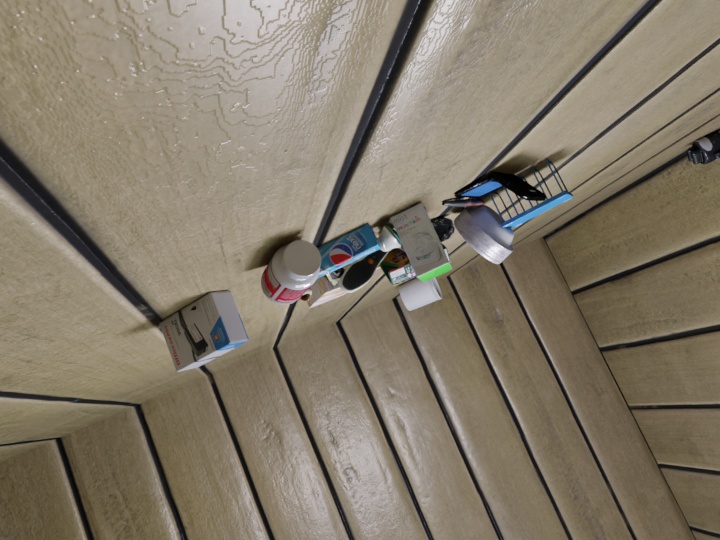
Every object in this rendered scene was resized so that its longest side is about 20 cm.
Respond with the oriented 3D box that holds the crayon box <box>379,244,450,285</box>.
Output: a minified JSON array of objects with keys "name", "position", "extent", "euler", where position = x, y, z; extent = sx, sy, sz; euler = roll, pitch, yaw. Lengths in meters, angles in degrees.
[{"name":"crayon box","position":[0.164,-0.043,1.731],"extent":[0.199,0.058,0.173],"euler":[-22,-154,-4]}]

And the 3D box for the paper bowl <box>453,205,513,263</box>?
[{"name":"paper bowl","position":[0.397,-0.124,1.677],"extent":[0.104,0.201,0.200],"euler":[-47,162,22]}]

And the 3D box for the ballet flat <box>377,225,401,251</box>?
[{"name":"ballet flat","position":[0.075,-0.079,1.462],"extent":[0.069,0.070,0.200],"euler":[-25,180,7]}]

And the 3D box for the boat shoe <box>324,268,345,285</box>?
[{"name":"boat shoe","position":[-0.084,-0.006,1.566],"extent":[0.065,0.073,0.200],"euler":[-39,172,-2]}]

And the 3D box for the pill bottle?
[{"name":"pill bottle","position":[-0.161,0.003,1.253],"extent":[0.112,0.113,0.200],"euler":[-19,170,-27]}]

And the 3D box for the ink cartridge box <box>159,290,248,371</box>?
[{"name":"ink cartridge box","position":[-0.411,0.160,1.405],"extent":[0.200,0.145,0.084],"euler":[-28,168,24]}]

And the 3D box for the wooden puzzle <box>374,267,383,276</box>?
[{"name":"wooden puzzle","position":[0.035,0.009,2.051],"extent":[0.199,0.037,0.185],"euler":[-19,171,-1]}]

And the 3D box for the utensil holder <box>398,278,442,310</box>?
[{"name":"utensil holder","position":[0.338,0.118,3.038],"extent":[0.200,0.170,0.170],"euler":[-23,171,16]}]

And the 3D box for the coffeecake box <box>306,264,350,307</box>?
[{"name":"coffeecake box","position":[-0.093,0.045,1.794],"extent":[0.153,0.073,0.200],"euler":[-21,171,-25]}]

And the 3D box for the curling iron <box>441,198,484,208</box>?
[{"name":"curling iron","position":[0.298,-0.192,1.557],"extent":[0.049,0.026,0.200],"euler":[-11,180,42]}]

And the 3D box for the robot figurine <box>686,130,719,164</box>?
[{"name":"robot figurine","position":[1.652,-0.576,2.524],"extent":[0.200,0.151,0.125],"euler":[-26,158,13]}]

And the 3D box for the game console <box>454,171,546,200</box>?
[{"name":"game console","position":[0.389,-0.205,1.481],"extent":[0.200,0.176,0.117],"euler":[-11,136,-56]}]

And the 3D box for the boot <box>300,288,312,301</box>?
[{"name":"boot","position":[-0.169,0.039,1.463],"extent":[0.075,0.107,0.200],"euler":[-25,173,-1]}]

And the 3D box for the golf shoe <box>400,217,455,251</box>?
[{"name":"golf shoe","position":[0.203,-0.115,1.691],"extent":[0.200,0.078,0.094],"euler":[-22,-167,-23]}]

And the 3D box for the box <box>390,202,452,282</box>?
[{"name":"box","position":[0.171,-0.072,1.464],"extent":[0.096,0.177,0.200],"euler":[-26,171,9]}]

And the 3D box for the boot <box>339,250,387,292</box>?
[{"name":"boot","position":[0.000,0.000,1.627],"extent":[0.200,0.072,0.144],"euler":[-48,-178,-21]}]

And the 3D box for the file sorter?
[{"name":"file sorter","position":[0.507,-0.227,1.606],"extent":[0.200,0.123,0.139],"euler":[-28,170,27]}]

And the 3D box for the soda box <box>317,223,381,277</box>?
[{"name":"soda box","position":[-0.051,-0.047,1.400],"extent":[0.200,0.064,0.068],"euler":[-26,171,7]}]
